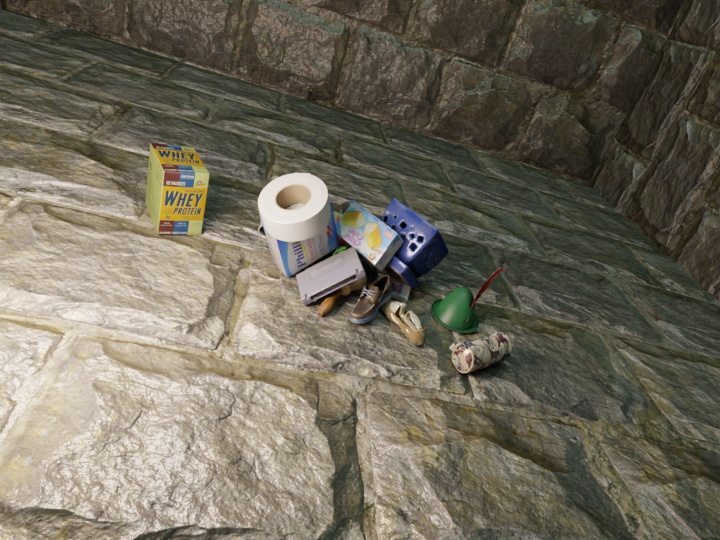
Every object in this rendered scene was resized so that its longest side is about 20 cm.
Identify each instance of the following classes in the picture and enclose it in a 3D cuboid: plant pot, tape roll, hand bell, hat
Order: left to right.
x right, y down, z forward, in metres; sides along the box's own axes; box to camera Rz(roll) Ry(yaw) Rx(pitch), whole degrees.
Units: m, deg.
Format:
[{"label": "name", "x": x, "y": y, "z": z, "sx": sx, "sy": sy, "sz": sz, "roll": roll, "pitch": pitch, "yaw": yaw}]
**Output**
[{"label": "tape roll", "x": -0.180, "y": -0.177, "z": 1.440, "sx": 0.196, "sy": 0.072, "sz": 0.207, "roll": -4, "pitch": 49, "yaw": 4}, {"label": "hand bell", "x": -0.068, "y": 0.069, "z": 1.512, "sx": 0.102, "sy": 0.106, "sz": 0.201, "roll": 26, "pitch": 42, "yaw": 12}, {"label": "plant pot", "x": 0.146, "y": -0.075, "z": 1.672, "sx": 0.199, "sy": 0.181, "sz": 0.200, "roll": 37, "pitch": -3, "yaw": 28}, {"label": "hat", "x": 0.329, "y": 0.069, "z": 1.633, "sx": 0.162, "sy": 0.180, "sz": 0.200, "roll": 26, "pitch": 29, "yaw": 13}]

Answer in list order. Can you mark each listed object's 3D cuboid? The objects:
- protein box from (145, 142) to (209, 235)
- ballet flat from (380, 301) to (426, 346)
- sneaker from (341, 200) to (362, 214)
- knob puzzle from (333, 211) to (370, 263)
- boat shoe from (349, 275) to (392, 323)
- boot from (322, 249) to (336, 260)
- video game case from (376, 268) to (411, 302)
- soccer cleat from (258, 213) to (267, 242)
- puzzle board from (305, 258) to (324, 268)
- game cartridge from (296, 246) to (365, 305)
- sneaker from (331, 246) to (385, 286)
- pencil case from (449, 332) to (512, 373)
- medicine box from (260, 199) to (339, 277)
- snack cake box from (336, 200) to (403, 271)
[{"label": "protein box", "x": -0.560, "y": -0.247, "z": 1.587, "sx": 0.132, "sy": 0.204, "sz": 0.199, "roll": -3, "pitch": 35, "yaw": -34}, {"label": "ballet flat", "x": 0.129, "y": 0.134, "z": 1.518, "sx": 0.069, "sy": 0.067, "sz": 0.200, "roll": -9, "pitch": 40, "yaw": -38}, {"label": "sneaker", "x": 0.024, "y": -0.188, "z": 1.858, "sx": 0.195, "sy": 0.075, "sz": 0.109, "roll": 9, "pitch": 57, "yaw": -31}, {"label": "knob puzzle", "x": -0.009, "y": -0.090, "z": 1.710, "sx": 0.215, "sy": 0.030, "sz": 0.225, "roll": 22, "pitch": 51, "yaw": -29}, {"label": "boat shoe", "x": 0.028, "y": 0.077, "z": 1.516, "sx": 0.070, "sy": 0.074, "sz": 0.200, "roll": 15, "pitch": 35, "yaw": 25}, {"label": "boot", "x": -0.135, "y": -0.115, "z": 1.732, "sx": 0.171, "sy": 0.071, "sz": 0.200, "roll": 29, "pitch": 32, "yaw": 11}, {"label": "video game case", "x": 0.078, "y": 0.018, "z": 1.725, "sx": 0.195, "sy": 0.023, "sz": 0.183, "roll": 22, "pitch": 29, "yaw": 4}, {"label": "soccer cleat", "x": -0.307, "y": -0.151, "z": 1.727, "sx": 0.083, "sy": 0.070, "sz": 0.201, "roll": -7, "pitch": 41, "yaw": -33}, {"label": "puzzle board", "x": -0.176, "y": -0.067, "z": 1.716, "sx": 0.146, "sy": 0.018, "sz": 0.202, "roll": 13, "pitch": 30, "yaw": -14}, {"label": "game cartridge", "x": -0.088, "y": 0.014, "z": 1.509, "sx": 0.196, "sy": 0.039, "sz": 0.131, "roll": -26, "pitch": 33, "yaw": 2}, {"label": "sneaker", "x": 0.000, "y": 0.000, "z": 1.605, "sx": 0.197, "sy": 0.085, "sz": 0.079, "roll": 31, "pitch": 71, "yaw": -5}, {"label": "pencil case", "x": 0.346, "y": 0.228, "z": 1.482, "sx": 0.196, "sy": 0.078, "sz": 0.091, "roll": -7, "pitch": 58, "yaw": -38}, {"label": "medicine box", "x": -0.178, "y": -0.115, "z": 1.556, "sx": 0.198, "sy": 0.185, "sz": 0.103, "roll": -33, "pitch": 52, "yaw": -21}, {"label": "snack cake box", "x": 0.022, "y": -0.107, "z": 1.595, "sx": 0.199, "sy": 0.116, "sz": 0.067, "roll": 39, "pitch": 1, "yaw": 29}]
